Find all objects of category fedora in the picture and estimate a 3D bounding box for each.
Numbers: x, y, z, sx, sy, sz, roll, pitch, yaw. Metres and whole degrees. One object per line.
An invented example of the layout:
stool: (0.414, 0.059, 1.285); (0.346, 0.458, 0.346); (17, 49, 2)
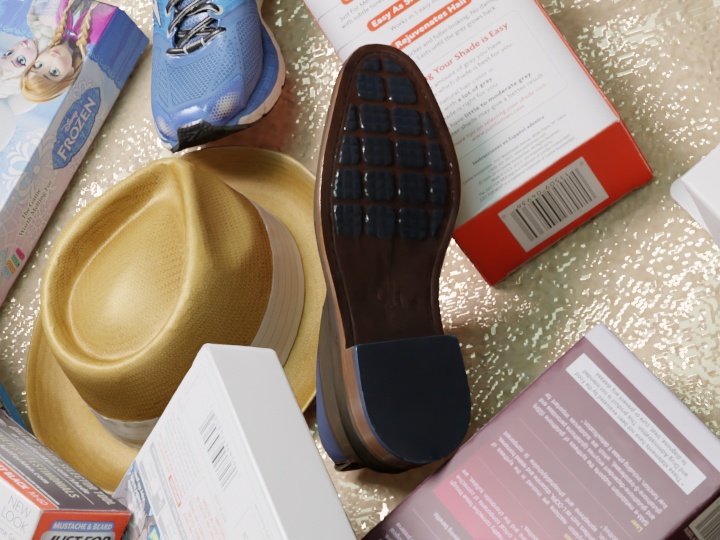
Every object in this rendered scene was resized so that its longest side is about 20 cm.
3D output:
fedora: (-0.100, 0.012, 1.231); (0.200, 0.082, 0.201); (-12, 58, 19)

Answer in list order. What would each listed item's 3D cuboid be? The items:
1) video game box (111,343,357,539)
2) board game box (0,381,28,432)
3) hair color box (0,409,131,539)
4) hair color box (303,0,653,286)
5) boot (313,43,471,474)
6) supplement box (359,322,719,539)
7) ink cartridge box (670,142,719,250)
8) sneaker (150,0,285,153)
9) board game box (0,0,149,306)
video game box: (-0.060, 0.167, 1.088); (0.182, 0.047, 0.200); (-54, 45, 34)
board game box: (-0.286, 0.078, 1.243); (0.200, 0.056, 0.196); (-30, 86, 8)
hair color box: (-0.196, 0.173, 1.151); (0.111, 0.064, 0.200); (32, 104, 36)
hair color box: (0.052, -0.100, 1.235); (0.101, 0.061, 0.200); (-34, 54, 5)
boot: (0.000, 0.000, 1.157); (0.074, 0.097, 0.201); (3, 74, -21)
supplement box: (0.073, 0.132, 1.090); (0.200, 0.061, 0.109); (-41, 51, -1)
ink cartridge box: (0.228, -0.028, 1.101); (0.115, 0.068, 0.200); (-41, 52, 0)
sneaker: (-0.089, -0.147, 1.301); (0.078, 0.089, 0.200); (-18, 47, 18)
board game box: (-0.246, -0.076, 1.380); (0.200, 0.043, 0.199); (17, 72, 33)
